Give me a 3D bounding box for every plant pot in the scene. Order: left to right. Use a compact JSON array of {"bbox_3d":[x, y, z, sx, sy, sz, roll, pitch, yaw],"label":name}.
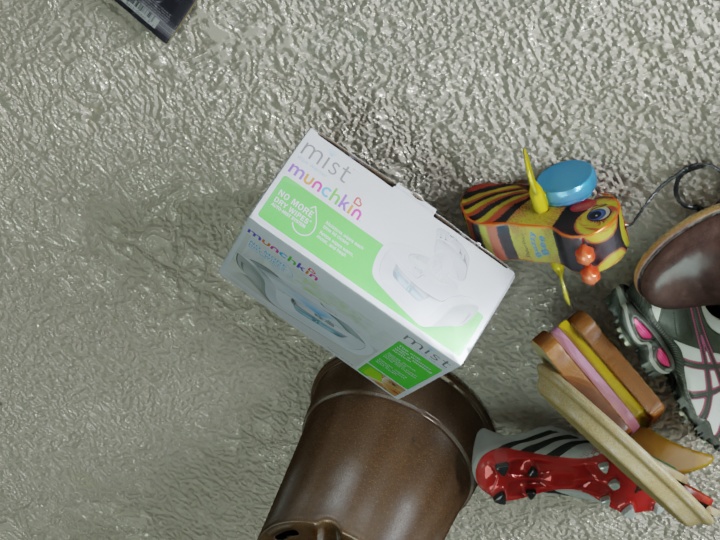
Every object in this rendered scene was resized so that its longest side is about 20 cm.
[{"bbox_3d":[0.009,0.214,1.124,0.198,0.199,0.202,14,132,15],"label":"plant pot"}]

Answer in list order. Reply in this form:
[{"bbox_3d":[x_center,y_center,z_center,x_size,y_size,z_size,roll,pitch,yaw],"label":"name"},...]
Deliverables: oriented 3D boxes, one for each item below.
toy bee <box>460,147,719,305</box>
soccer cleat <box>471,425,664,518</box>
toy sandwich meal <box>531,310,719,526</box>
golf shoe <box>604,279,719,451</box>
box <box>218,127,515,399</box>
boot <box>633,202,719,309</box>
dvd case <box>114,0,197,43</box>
[{"bbox_3d":[0.157,-0.037,0.897,0.199,0.109,0.131,-26,111,40],"label":"toy bee"},{"bbox_3d":[0.198,0.177,1.091,0.198,0.085,0.069,3,115,-5],"label":"soccer cleat"},{"bbox_3d":[0.220,0.120,0.966,0.205,0.205,0.070,43,90,-11],"label":"toy sandwich meal"},{"bbox_3d":[0.277,0.072,0.949,0.088,0.077,0.200,-33,125,14],"label":"golf shoe"},{"bbox_3d":[0.000,0.000,0.979,0.199,0.097,0.176,36,161,-5],"label":"box"},{"bbox_3d":[0.284,0.023,0.793,0.198,0.167,0.073,-19,128,22],"label":"boot"},{"bbox_3d":[-0.161,-0.287,0.911,0.148,0.016,0.200,40,134,-9],"label":"dvd case"}]
